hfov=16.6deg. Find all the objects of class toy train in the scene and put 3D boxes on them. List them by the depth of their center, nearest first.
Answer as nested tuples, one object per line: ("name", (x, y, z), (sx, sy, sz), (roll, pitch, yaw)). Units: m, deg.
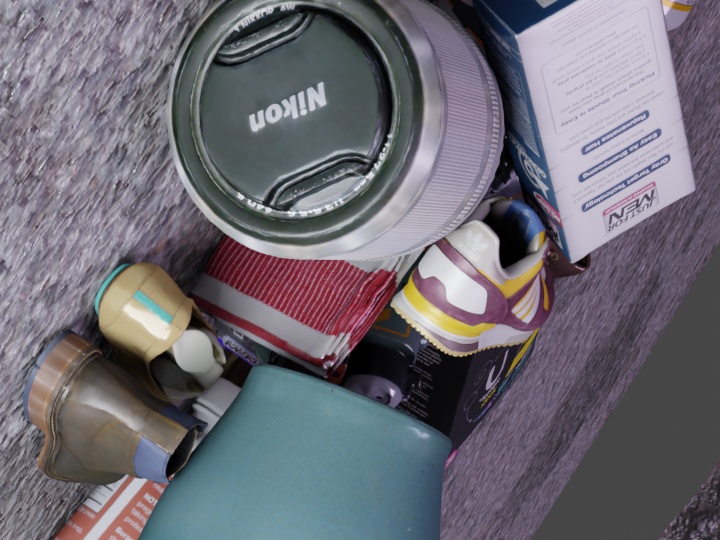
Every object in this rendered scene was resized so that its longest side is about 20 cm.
("toy train", (0.000, 0.000, 1.623), (0.085, 0.113, 0.201), (109, -5, -58))

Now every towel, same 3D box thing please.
("towel", (-0.012, -0.039, 1.559), (0.201, 0.144, 0.023), (-55, 136, -11))

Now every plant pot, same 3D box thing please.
("plant pot", (-0.038, 0.165, 1.500), (0.200, 0.199, 0.189), (53, 56, -74))

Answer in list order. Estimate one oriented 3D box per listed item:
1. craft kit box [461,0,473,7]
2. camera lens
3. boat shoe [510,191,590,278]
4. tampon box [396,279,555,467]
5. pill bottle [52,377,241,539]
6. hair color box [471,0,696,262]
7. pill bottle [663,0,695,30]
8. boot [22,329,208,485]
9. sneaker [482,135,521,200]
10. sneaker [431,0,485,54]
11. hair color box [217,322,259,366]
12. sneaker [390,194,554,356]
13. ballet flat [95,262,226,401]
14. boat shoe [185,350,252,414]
("craft kit box", (0.121, -0.278, 1.457), (0.200, 0.048, 0.198), (-53, 167, -20))
("camera lens", (-0.010, -0.086, 1.410), (0.161, 0.159, 0.200), (-60, 165, 8))
("boat shoe", (0.113, -0.081, 1.798), (0.072, 0.072, 0.201), (-37, 113, -38))
("tampon box", (0.067, 0.025, 1.947), (0.150, 0.126, 0.201), (-48, 162, -34))
("pill bottle", (-0.126, 0.173, 1.619), (0.200, 0.112, 0.112), (-50, 164, -12))
("hair color box", (0.138, -0.109, 1.506), (0.100, 0.061, 0.201), (-30, 137, -10))
("pill bottle", (0.232, -0.262, 1.952), (0.201, 0.104, 0.104), (-63, 165, 18))
("boot", (-0.141, 0.109, 1.497), (0.075, 0.097, 0.200), (-56, 166, -14))
("sneaker", (0.111, -0.100, 1.599), (0.202, 0.077, 0.146), (-29, 171, -47))
("sneaker", (0.087, -0.162, 1.708), (0.079, 0.079, 0.200), (-37, 166, 6))
("hair color box", (0.002, -0.005, 1.709), (0.200, 0.109, 0.065), (-50, 165, -27))
("sneaker", (0.094, -0.004, 1.568), (0.090, 0.075, 0.200), (-53, 170, 20))
("ballet flat", (-0.117, 0.051, 1.530), (0.069, 0.063, 0.200), (-55, 165, -7))
("boat shoe", (-0.082, 0.106, 1.740), (0.200, 0.067, 0.072), (-51, 164, -27))
